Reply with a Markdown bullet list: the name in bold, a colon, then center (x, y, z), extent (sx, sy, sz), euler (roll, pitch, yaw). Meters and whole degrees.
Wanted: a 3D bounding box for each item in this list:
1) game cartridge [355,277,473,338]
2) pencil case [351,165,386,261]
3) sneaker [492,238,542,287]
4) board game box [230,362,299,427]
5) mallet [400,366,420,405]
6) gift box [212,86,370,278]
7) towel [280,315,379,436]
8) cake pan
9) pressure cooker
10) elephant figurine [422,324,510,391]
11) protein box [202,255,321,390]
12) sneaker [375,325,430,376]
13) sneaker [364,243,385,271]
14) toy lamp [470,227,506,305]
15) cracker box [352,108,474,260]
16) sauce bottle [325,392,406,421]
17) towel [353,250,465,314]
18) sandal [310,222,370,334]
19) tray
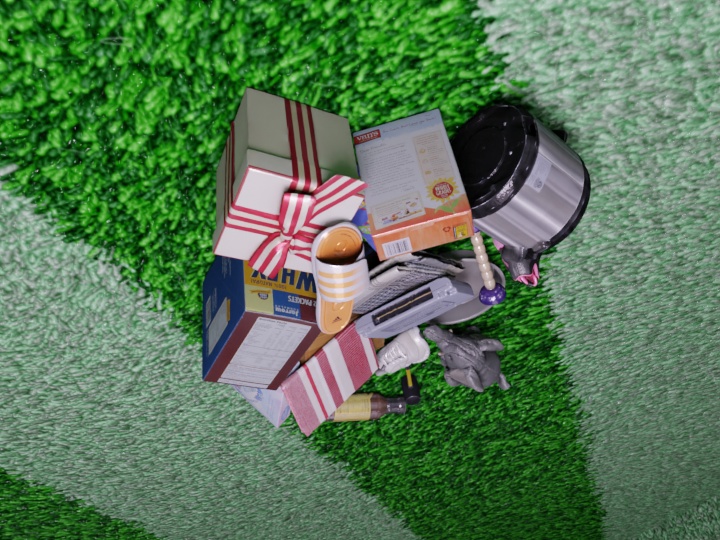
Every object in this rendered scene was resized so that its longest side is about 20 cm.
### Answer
- **game cartridge**: center (0.100, 0.069, 1.155), extent (0.197, 0.041, 0.133), euler (-28, 158, 23)
- **pencil case**: center (0.033, -0.081, 1.023), extent (0.085, 0.079, 0.200), euler (2, 152, 36)
- **sneaker**: center (0.280, -0.016, 1.104), extent (0.078, 0.097, 0.199), euler (-22, 169, 23)
- **board game box**: center (-0.208, 0.178, 1.219), extent (0.043, 0.198, 0.202), euler (-39, 159, -36)
- **mallet**: center (0.104, 0.214, 1.443), extent (0.040, 0.066, 0.203), euler (-11, 126, 0)
- **gift box**: center (-0.088, -0.112, 0.876), extent (0.196, 0.190, 0.186), euler (8, 139, -20)
- **towel**: center (-0.052, 0.191, 1.178), extent (0.199, 0.023, 0.146), euler (-39, 134, -25)
- **cake pan**: center (0.176, 0.032, 1.226), extent (0.195, 0.037, 0.202), euler (-6, 141, -5)
- **pressure cooker**: center (0.235, -0.121, 0.941), extent (0.198, 0.181, 0.176), euler (24, 128, -34)
- **elephant figurine**: center (0.216, 0.176, 1.288), extent (0.152, 0.145, 0.200), euler (-12, 166, 6)
- **protein box**: center (-0.165, 0.051, 1.047), extent (0.133, 0.202, 0.201), euler (13, 136, -28)
- **sneaker**: center (0.078, 0.168, 1.290), extent (0.080, 0.076, 0.200), euler (-26, 167, -25)
- **sneaker**: center (0.000, 0.000, 1.113), extent (0.197, 0.077, 0.077), euler (13, 140, -34)
- **toy lamp**: center (0.205, -0.035, 1.104), extent (0.057, 0.059, 0.203), euler (-16, 123, 8)
- **cracker box**: center (0.069, -0.122, 0.885), extent (0.131, 0.203, 0.058), euler (-14, 143, 6)
- **sauce bottle**: center (0.010, 0.323, 1.525), extent (0.195, 0.066, 0.065), euler (1, 140, -14)
- **towel**: center (0.063, 0.029, 1.096), extent (0.198, 0.035, 0.191), euler (-33, 154, 30)
- **sandal**: center (-0.021, 0.025, 0.881), extent (0.078, 0.059, 0.209), euler (-22, 139, -22)
- **tray**: center (-0.033, 0.127, 1.200), extent (0.198, 0.037, 0.101), euler (-21, 127, -38)
